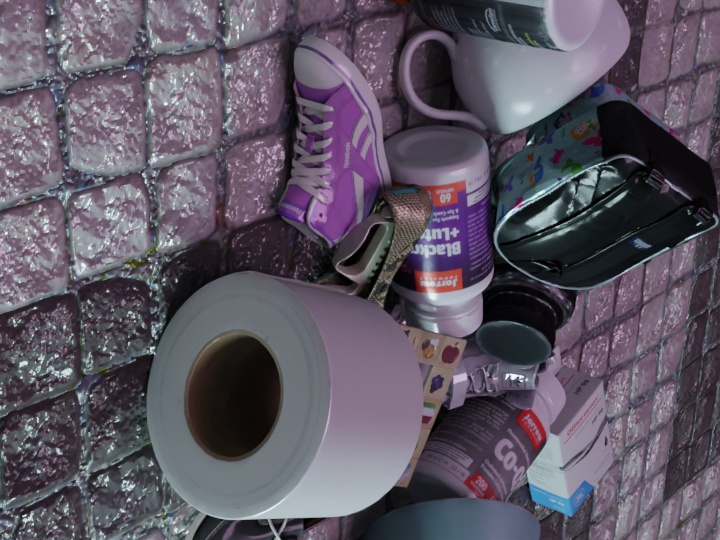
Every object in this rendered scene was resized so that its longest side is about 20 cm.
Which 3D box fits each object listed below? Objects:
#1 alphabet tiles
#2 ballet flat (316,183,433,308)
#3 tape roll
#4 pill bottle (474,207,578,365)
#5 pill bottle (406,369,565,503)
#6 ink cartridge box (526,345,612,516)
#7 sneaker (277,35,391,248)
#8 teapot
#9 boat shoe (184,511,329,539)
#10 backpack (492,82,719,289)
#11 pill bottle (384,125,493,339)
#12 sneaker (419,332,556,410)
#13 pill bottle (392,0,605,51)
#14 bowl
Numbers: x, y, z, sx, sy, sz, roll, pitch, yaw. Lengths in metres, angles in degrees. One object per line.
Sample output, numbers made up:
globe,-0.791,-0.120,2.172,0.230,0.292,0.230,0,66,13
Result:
alphabet tiles,0.007,0.128,1.216,0.199,0.008,0.168,16,99,-42
ballet flat,0.000,0.000,1.185,0.075,0.068,0.201,-3,132,-40
tape roll,-0.065,0.111,1.061,0.139,0.202,0.204,12,95,-53
pill bottle,0.189,-0.001,1.368,0.112,0.111,0.201,61,38,-45
pill bottle,0.149,0.198,1.446,0.200,0.113,0.114,-48,137,-28
ink cartridge box,0.272,0.214,1.648,0.116,0.068,0.201,-44,135,-32
sneaker,-0.036,-0.104,1.116,0.114,0.072,0.201,-45,136,-26
teapot,0.159,-0.240,1.243,0.146,0.197,0.200,52,38,-14
boat shoe,-0.087,0.236,1.201,0.199,0.067,0.072,-21,123,-44
backpack,0.229,-0.075,1.233,0.177,0.200,0.151,27,42,-31
pill bottle,0.079,-0.035,1.256,0.111,0.111,0.201,-34,129,-39
sneaker,0.129,0.116,1.380,0.200,0.115,0.076,-32,133,-41
pill bottle,0.115,-0.266,1.128,0.106,0.199,0.107,-25,124,-45
bowl,0.105,0.339,1.360,0.201,0.200,0.106,49,30,-49
